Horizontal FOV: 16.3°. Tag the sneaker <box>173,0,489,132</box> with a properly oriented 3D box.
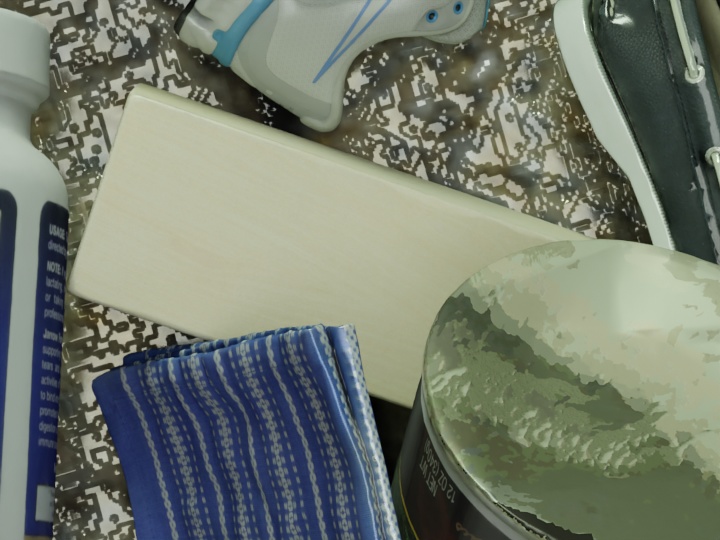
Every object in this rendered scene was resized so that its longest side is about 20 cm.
[{"bbox_3d":[0.028,-0.134,0.919,0.087,0.075,0.200,43,103,-8],"label":"sneaker"}]

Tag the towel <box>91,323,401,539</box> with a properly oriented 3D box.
[{"bbox_3d":[-0.037,0.094,0.856,0.024,0.200,0.146,-13,90,-26],"label":"towel"}]

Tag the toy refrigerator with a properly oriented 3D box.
[{"bbox_3d":[0.000,0.000,0.916,0.198,0.070,0.077,18,97,-5],"label":"toy refrigerator"}]

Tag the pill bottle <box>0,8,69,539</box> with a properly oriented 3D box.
[{"bbox_3d":[-0.159,0.013,0.864,0.115,0.116,0.202,3,82,-3],"label":"pill bottle"}]

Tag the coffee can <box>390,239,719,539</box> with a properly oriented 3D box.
[{"bbox_3d":[0.072,0.111,0.833,0.145,0.147,0.201,10,132,-3],"label":"coffee can"}]

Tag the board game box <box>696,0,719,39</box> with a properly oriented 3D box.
[{"bbox_3d":[0.158,-0.134,0.953,0.200,0.023,0.105,39,89,-3],"label":"board game box"}]

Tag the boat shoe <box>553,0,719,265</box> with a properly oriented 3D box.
[{"bbox_3d":[0.139,-0.022,0.916,0.060,0.076,0.201,-27,95,26],"label":"boat shoe"}]
